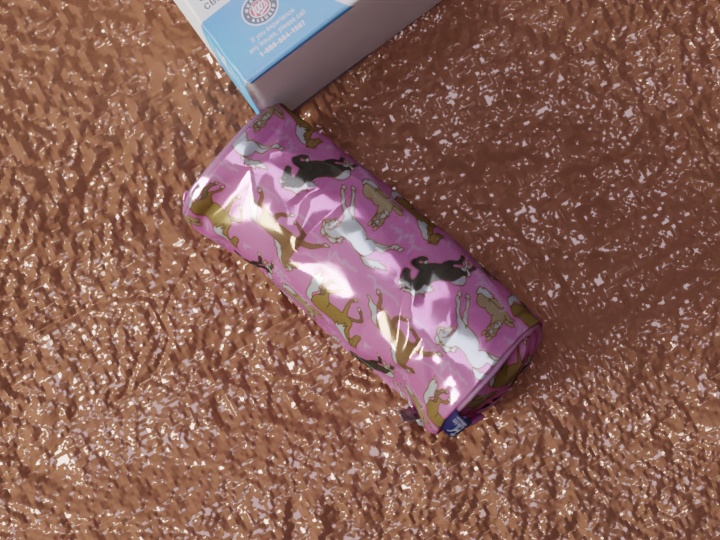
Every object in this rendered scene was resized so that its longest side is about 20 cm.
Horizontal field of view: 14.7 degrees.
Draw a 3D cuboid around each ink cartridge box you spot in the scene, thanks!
[{"bbox_3d":[-0.063,-0.201,1.482,0.128,0.125,0.200,-37,82,-1],"label":"ink cartridge box"}]

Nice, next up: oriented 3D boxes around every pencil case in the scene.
[{"bbox_3d":[0.000,0.000,1.472,0.200,0.083,0.087,42,76,8],"label":"pencil case"}]
